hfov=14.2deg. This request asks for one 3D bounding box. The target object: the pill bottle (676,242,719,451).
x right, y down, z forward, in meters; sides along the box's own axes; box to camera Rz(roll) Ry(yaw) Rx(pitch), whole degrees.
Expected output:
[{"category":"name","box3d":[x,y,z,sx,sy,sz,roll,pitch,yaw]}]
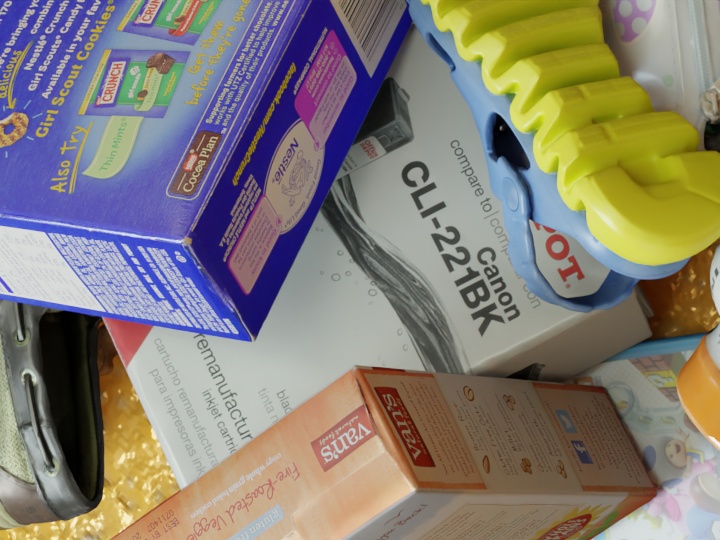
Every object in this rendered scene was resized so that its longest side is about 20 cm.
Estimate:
[{"category":"pill bottle","box3d":[0.197,-0.013,1.037,0.106,0.106,0.200,44,115,20]}]

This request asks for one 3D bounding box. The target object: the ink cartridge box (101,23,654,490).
[{"category":"ink cartridge box","box3d":[0.000,0.000,1.176,0.200,0.084,0.145,-27,74,2]}]

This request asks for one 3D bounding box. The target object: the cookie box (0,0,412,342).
[{"category":"cookie box","box3d":[-0.104,-0.071,1.139,0.199,0.075,0.171,9,59,30]}]

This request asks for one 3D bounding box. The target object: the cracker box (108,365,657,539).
[{"category":"cracker box","box3d":[0.012,0.097,1.133,0.134,0.200,0.058,-36,69,24]}]

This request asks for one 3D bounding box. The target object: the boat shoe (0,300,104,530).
[{"category":"boat shoe","box3d":[-0.136,0.011,1.244,0.065,0.073,0.201,-3,89,23]}]

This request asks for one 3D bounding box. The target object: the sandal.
[{"category":"sandal","box3d":[0.064,-0.061,1.097,0.087,0.079,0.200,110,143,-47]}]

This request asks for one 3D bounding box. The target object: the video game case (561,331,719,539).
[{"category":"video game case","box3d":[0.169,0.093,1.171,0.199,0.018,0.144,-9,90,32]}]

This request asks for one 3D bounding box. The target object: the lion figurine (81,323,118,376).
[{"category":"lion figurine","box3d":[-0.080,-0.030,1.281,0.122,0.072,0.200,-33,75,27]}]

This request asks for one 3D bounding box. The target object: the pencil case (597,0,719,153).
[{"category":"pencil case","box3d":[0.122,-0.132,1.134,0.083,0.091,0.201,-8,89,14]}]
